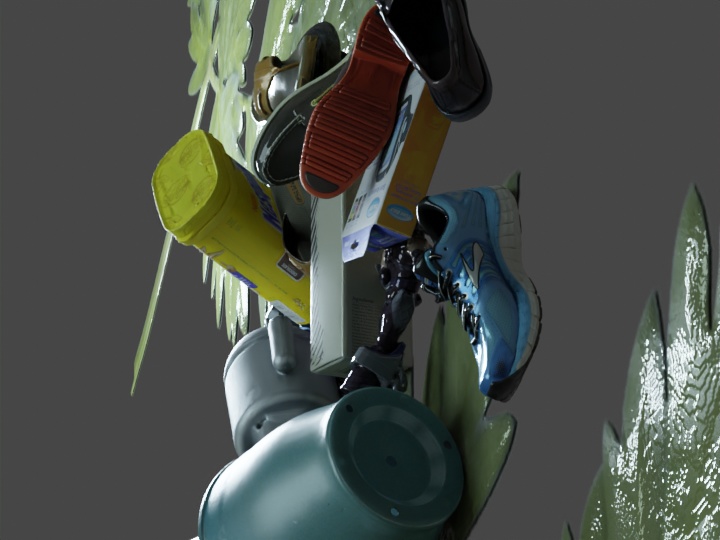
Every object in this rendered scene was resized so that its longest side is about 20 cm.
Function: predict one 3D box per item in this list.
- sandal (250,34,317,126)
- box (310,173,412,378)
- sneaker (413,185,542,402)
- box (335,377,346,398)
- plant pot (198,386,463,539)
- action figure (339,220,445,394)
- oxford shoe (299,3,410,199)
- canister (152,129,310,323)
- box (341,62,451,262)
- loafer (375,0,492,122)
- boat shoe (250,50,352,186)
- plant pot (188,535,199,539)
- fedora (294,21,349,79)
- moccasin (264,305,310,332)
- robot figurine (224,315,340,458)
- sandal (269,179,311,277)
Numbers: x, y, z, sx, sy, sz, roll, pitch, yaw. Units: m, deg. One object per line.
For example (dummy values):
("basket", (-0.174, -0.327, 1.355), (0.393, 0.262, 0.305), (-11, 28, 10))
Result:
("sandal", (-0.088, -0.188, 1.866), (0.200, 0.054, 0.081), (164, 113, -70))
("box", (0.000, 0.000, 1.761), (0.068, 0.082, 0.201), (-29, 56, 55))
("sneaker", (0.083, 0.019, 1.436), (0.079, 0.089, 0.201), (110, 158, -46))
("box", (-0.007, 0.150, 1.861), (0.143, 0.036, 0.202), (180, 95, -76))
("plant pot", (-0.012, 0.202, 1.591), (0.188, 0.199, 0.201), (-48, 37, 43))
("action figure", (0.037, 0.029, 1.663), (0.130, 0.069, 0.201), (140, 147, -79))
("oxford shoe", (-0.001, -0.145, 1.667), (0.201, 0.071, 0.073), (-63, 0, -21))
("canister", (-0.119, -0.044, 1.978), (0.087, 0.200, 0.149), (-43, 33, 13))
("box", (0.038, -0.099, 1.644), (0.119, 0.041, 0.201), (161, 128, -74))
("loafer", (0.055, -0.220, 1.578), (0.063, 0.072, 0.201), (35, -153, -56))
("boat shoe", (-0.022, -0.152, 1.763), (0.201, 0.072, 0.061), (-43, 29, -1))
("plant pot", (-0.119, 0.339, 1.905), (0.200, 0.172, 0.202), (175, 90, -76))
("fedora", (-0.027, -0.153, 1.905), (0.200, 0.091, 0.202), (-171, 90, -72))
("moccasin", (-0.079, 0.064, 2.093), (0.200, 0.068, 0.081), (-110, 28, -57))
("robot figurine", (-0.077, 0.131, 1.841), (0.200, 0.112, 0.171), (-107, 18, -57))
("sandal", (-0.046, -0.036, 1.827), (0.081, 0.055, 0.201), (-14, 109, 38))
